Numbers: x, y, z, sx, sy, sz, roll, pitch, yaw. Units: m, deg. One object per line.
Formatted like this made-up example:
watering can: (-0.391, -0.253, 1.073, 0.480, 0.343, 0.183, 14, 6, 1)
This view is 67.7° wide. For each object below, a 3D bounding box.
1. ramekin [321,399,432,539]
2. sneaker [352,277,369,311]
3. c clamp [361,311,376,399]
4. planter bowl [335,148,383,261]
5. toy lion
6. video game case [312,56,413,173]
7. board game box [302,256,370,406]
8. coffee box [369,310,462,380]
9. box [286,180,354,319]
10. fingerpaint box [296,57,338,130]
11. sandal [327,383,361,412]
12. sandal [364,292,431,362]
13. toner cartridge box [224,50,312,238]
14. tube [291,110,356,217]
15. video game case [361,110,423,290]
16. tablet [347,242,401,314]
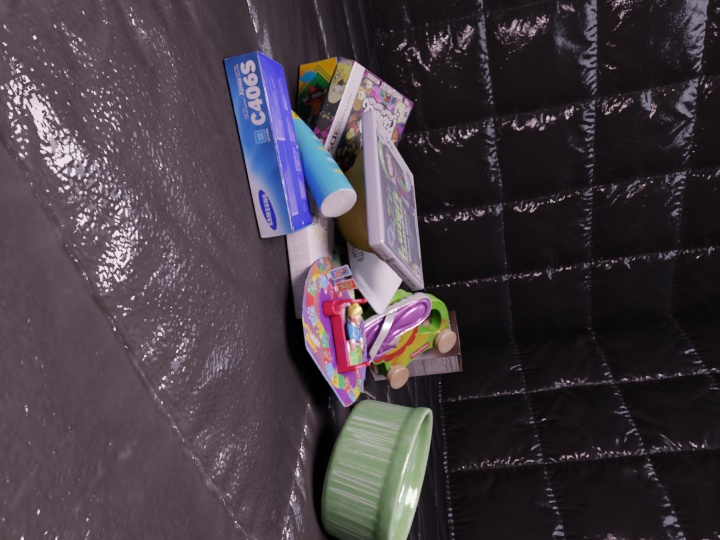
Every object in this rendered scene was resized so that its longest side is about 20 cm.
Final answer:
ramekin: (0.024, 0.272, 0.720, 0.200, 0.097, 0.201, 12, 90, -72)
sneaker: (0.000, 0.000, 0.969, 0.200, 0.070, 0.109, 39, 41, -55)
c clamp: (-0.010, 0.132, 1.010, 0.171, 0.027, 0.201, 48, 36, -63)
planter bowl: (0.012, -0.095, 0.821, 0.200, 0.083, 0.202, -11, 90, -70)
toy lion: (0.081, 0.109, 0.997, 0.069, 0.199, 0.193, 35, -32, 44)
video game case: (-0.002, -0.214, 0.856, 0.200, 0.036, 0.182, 5, 110, -60)
board game box: (-0.014, 0.079, 0.716, 0.159, 0.039, 0.201, -77, 149, -47)
coffee box: (0.120, 0.167, 1.190, 0.080, 0.199, 0.114, 70, 15, -49)
box: (-0.057, -0.030, 0.767, 0.144, 0.036, 0.202, 15, 67, -68)
fingerpaint box: (-0.047, -0.239, 0.955, 0.200, 0.073, 0.168, 68, 17, -54)
sandal: (-0.038, 0.132, 0.818, 0.075, 0.045, 0.201, 77, -4, -55)
sandal: (0.047, 0.106, 0.903, 0.050, 0.202, 0.083, 34, -24, 47)
toner cartridge box: (-0.105, -0.145, 0.641, 0.095, 0.043, 0.201, -47, 127, -75)
tube: (-0.069, -0.161, 0.722, 0.201, 0.050, 0.077, 61, 7, 28)
video game case: (0.048, -0.093, 0.763, 0.182, 0.023, 0.201, 41, 42, -59)
tablet: (0.000, -0.038, 0.903, 0.200, 0.014, 0.130, 53, 41, -15)
